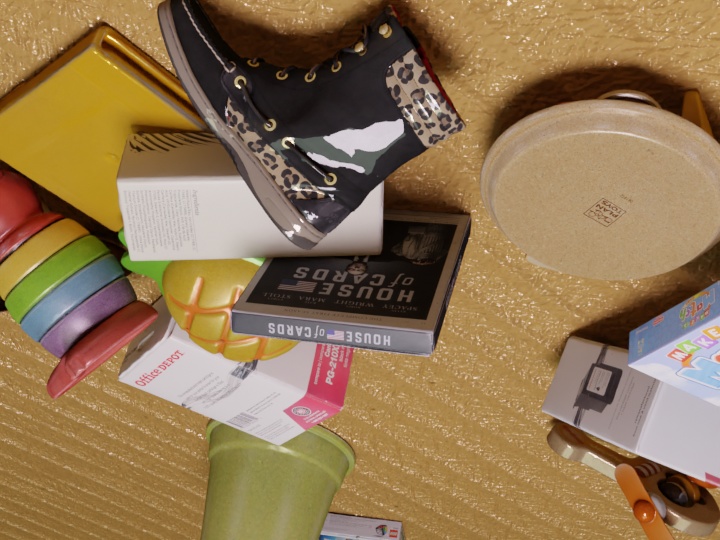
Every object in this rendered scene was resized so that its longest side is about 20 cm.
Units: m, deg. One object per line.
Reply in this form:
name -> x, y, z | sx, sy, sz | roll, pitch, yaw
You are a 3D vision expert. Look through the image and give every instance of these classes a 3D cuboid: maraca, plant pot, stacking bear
maraca -> -0.128, 0.013, 0.985 | 0.137, 0.107, 0.200 | -28, 125, 35
plant pot -> -0.121, 0.303, 1.354 | 0.200, 0.184, 0.200 | 9, 148, 6
stacking bear -> -0.288, -0.003, 0.978 | 0.200, 0.114, 0.121 | 51, 146, -2

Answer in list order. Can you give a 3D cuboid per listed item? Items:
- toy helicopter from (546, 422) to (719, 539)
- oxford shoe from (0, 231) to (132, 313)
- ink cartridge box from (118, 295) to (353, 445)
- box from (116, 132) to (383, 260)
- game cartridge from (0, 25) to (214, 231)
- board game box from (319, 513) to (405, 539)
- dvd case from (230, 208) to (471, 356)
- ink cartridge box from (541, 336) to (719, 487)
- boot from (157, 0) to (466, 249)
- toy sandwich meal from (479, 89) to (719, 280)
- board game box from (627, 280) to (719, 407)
toy helicopter -> 0.293, 0.228, 1.166 | 0.200, 0.132, 0.079 | 27, 119, 8
oxford shoe -> -0.300, 0.011, 1.076 | 0.200, 0.071, 0.071 | -12, 138, 30
ink cartridge box -> -0.131, 0.097, 1.133 | 0.200, 0.084, 0.145 | 26, 145, -21
box -> -0.083, -0.059, 0.841 | 0.200, 0.068, 0.082 | -1, 129, -3
game cartridge -> -0.204, -0.106, 0.904 | 0.200, 0.032, 0.176 | -18, 137, 42
board game box -> 0.007, 0.425, 1.636 | 0.126, 0.035, 0.200 | 5, 147, 10
dvd case -> 0.000, 0.000, 0.848 | 0.150, 0.200, 0.025 | 5, 117, 11
ink cartridge box -> 0.272, 0.128, 0.962 | 0.145, 0.083, 0.200 | 22, 178, -12
boot -> -0.035, -0.133, 0.746 | 0.151, 0.073, 0.200 | -32, 87, 14
toy sandwich meal -> 0.185, -0.065, 0.801 | 0.205, 0.070, 0.205 | 10, 143, 8
board game box -> 0.323, 0.068, 0.789 | 0.200, 0.037, 0.151 | 24, 147, -15
